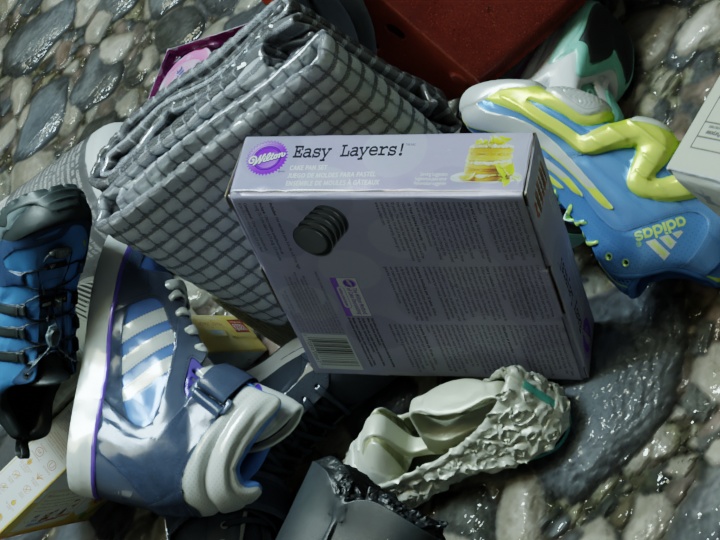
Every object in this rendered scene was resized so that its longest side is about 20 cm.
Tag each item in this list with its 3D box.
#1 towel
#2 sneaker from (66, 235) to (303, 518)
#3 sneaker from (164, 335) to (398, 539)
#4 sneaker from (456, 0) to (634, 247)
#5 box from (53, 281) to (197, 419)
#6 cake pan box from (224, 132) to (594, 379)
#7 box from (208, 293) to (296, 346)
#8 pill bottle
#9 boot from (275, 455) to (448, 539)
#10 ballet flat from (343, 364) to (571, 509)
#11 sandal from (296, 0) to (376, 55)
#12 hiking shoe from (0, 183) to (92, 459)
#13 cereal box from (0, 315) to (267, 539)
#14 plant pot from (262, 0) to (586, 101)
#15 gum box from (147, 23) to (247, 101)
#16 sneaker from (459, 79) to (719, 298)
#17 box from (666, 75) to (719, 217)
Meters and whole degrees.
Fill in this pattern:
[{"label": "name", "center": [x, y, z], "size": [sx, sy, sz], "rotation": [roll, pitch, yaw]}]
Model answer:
[{"label": "towel", "center": [-0.049, -0.070, 1.421], "size": [0.200, 0.165, 0.086], "rotation": [-37, 40, 25]}, {"label": "sneaker", "center": [-0.103, 0.063, 1.464], "size": [0.145, 0.081, 0.202], "rotation": [5, 67, 8]}, {"label": "sneaker", "center": [-0.046, 0.128, 1.495], "size": [0.201, 0.077, 0.147], "rotation": [-26, 51, 22]}, {"label": "sneaker", "center": [0.106, -0.076, 1.495], "size": [0.139, 0.078, 0.201], "rotation": [-24, 34, 38]}, {"label": "box", "center": [-0.192, 0.055, 1.629], "size": [0.082, 0.069, 0.200], "rotation": [-42, -8, 17]}, {"label": "cake pan box", "center": [0.036, -0.003, 1.358], "size": [0.183, 0.201, 0.053], "rotation": [1, 54, 21]}, {"label": "box", "center": [0.000, 0.000, 1.531], "size": [0.199, 0.095, 0.078], "rotation": [-5, 57, 46]}, {"label": "pill bottle", "center": [-0.203, -0.046, 1.796], "size": [0.199, 0.113, 0.114], "rotation": [-32, 39, 29]}, {"label": "boot", "center": [-0.050, 0.194, 1.405], "size": [0.199, 0.076, 0.169], "rotation": [20, 83, 39]}, {"label": "ballet flat", "center": [0.043, 0.102, 1.415], "size": [0.199, 0.072, 0.072], "rotation": [-26, 42, 36]}, {"label": "sandal", "center": [-0.026, -0.123, 1.469], "size": [0.043, 0.201, 0.076], "rotation": [-35, 49, -27]}, {"label": "hiking shoe", "center": [-0.201, 0.028, 1.450], "size": [0.087, 0.074, 0.201], "rotation": [55, 144, 27]}, {"label": "cereal box", "center": [-0.170, 0.109, 1.606], "size": [0.200, 0.144, 0.040], "rotation": [-44, 75, 14]}, {"label": "plant pot", "center": [0.049, -0.220, 1.521], "size": [0.177, 0.200, 0.199], "rotation": [-58, 19, -17]}, {"label": "gum box", "center": [-0.052, -0.129, 1.687], "size": [0.199, 0.113, 0.067], "rotation": [-11, 52, 45]}, {"label": "sneaker", "center": [0.143, -0.045, 1.354], "size": [0.198, 0.076, 0.106], "rotation": [16, 85, 17]}, {"label": "box", "center": [0.287, -0.101, 1.259], "size": [0.128, 0.109, 0.201], "rotation": [20, 77, 55]}]
